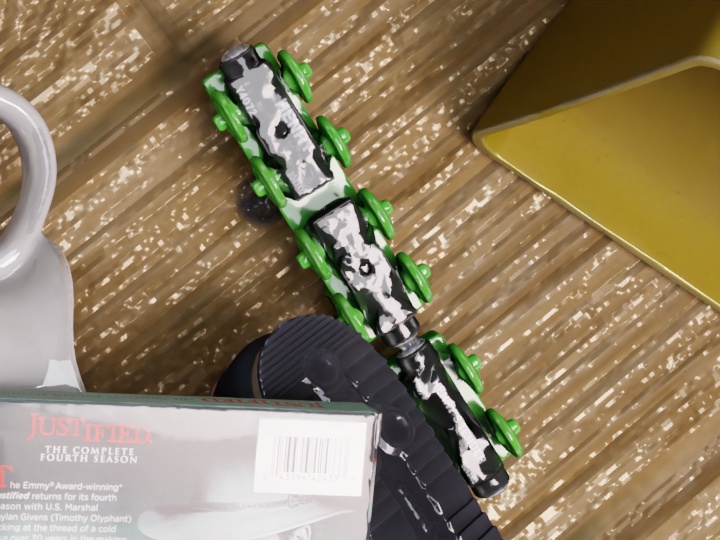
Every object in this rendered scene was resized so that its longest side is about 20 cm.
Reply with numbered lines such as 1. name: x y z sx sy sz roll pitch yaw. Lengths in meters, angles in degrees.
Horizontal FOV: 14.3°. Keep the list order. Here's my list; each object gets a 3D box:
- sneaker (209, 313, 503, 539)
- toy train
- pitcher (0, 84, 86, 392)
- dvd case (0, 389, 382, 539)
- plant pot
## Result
1. sneaker: 0.009 0.114 1.074 0.070 0.082 0.201 -25 87 -34
2. toy train: 0.000 0.000 1.088 0.042 0.056 0.200 -32 103 -6
3. pitcher: -0.193 0.023 1.008 0.199 0.121 0.172 -7 88 -26
4. dvd case: -0.071 0.143 1.000 0.145 0.022 0.201 2 99 -17
5. plant pot: 0.195 -0.084 1.077 0.200 0.200 0.177 32 74 -16
